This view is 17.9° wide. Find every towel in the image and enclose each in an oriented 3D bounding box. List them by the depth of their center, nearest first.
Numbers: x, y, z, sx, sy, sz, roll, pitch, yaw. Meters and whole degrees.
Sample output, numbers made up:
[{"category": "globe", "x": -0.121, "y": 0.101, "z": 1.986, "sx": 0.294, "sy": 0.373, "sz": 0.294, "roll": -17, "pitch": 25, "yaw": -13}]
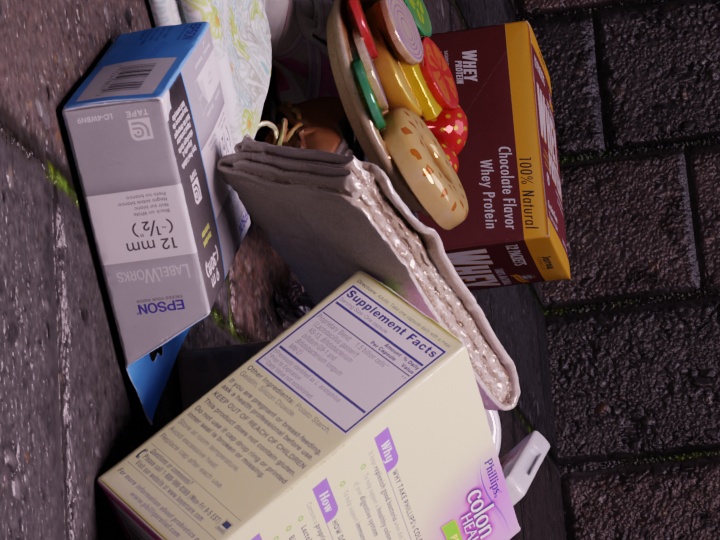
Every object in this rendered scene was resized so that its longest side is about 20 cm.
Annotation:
[{"category": "towel", "x": 0.006, "y": 0.001, "z": 1.351, "sx": 0.034, "sy": 0.132, "sz": 0.200, "roll": -49, "pitch": 127, "yaw": -22}, {"category": "towel", "x": -0.103, "y": -0.195, "z": 1.555, "sx": 0.171, "sy": 0.048, "sz": 0.200, "roll": -82, "pitch": 161, "yaw": -58}]

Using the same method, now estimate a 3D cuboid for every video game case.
[{"category": "video game case", "x": 0.062, "y": 0.212, "z": 1.803, "sx": 0.023, "sy": 0.200, "sz": 0.182, "roll": 48, "pitch": 13, "yaw": 2}]

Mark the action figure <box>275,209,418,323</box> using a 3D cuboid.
[{"category": "action figure", "x": 0.000, "y": 0.000, "z": 1.719, "sx": 0.069, "sy": 0.130, "sz": 0.200, "roll": 40, "pitch": -2, "yaw": -14}]

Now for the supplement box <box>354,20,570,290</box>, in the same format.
[{"category": "supplement box", "x": 0.066, "y": -0.089, "z": 1.970, "sx": 0.133, "sy": 0.200, "sz": 0.198, "roll": 52, "pitch": 32, "yaw": -69}]

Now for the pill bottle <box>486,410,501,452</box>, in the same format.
[{"category": "pill bottle", "x": 0.046, "y": 0.141, "z": 1.873, "sx": 0.200, "sy": 0.111, "sz": 0.112, "roll": 126, "pitch": -42, "yaw": -80}]

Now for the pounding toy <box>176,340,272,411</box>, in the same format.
[{"category": "pounding toy", "x": -0.023, "y": 0.107, "z": 1.517, "sx": 0.200, "sy": 0.142, "sz": 0.184, "roll": 0, "pitch": 83, "yaw": -79}]

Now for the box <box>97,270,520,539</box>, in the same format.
[{"category": "box", "x": -0.024, "y": 0.135, "z": 1.312, "sx": 0.097, "sy": 0.200, "sz": 0.176, "roll": 36, "pitch": -24, "yaw": 40}]

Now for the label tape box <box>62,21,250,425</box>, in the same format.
[{"category": "label tape box", "x": -0.111, "y": -0.030, "z": 1.356, "sx": 0.143, "sy": 0.066, "sz": 0.200, "roll": -73, "pitch": 152, "yaw": -66}]

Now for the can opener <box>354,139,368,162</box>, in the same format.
[{"category": "can opener", "x": -0.009, "y": -0.138, "z": 1.908, "sx": 0.066, "sy": 0.053, "sz": 0.200, "roll": 17, "pitch": 69, "yaw": -34}]

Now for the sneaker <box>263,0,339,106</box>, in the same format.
[{"category": "sneaker", "x": -0.036, "y": -0.189, "z": 1.796, "sx": 0.200, "sy": 0.088, "sz": 0.081, "roll": 58, "pitch": 26, "yaw": -65}]

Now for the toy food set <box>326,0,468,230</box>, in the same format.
[{"category": "toy food set", "x": 0.033, "y": -0.133, "z": 1.727, "sx": 0.198, "sy": 0.049, "sz": 0.200, "roll": 64, "pitch": 20, "yaw": -12}]

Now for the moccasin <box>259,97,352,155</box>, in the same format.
[{"category": "moccasin", "x": -0.044, "y": -0.081, "z": 1.702, "sx": 0.201, "sy": 0.078, "sz": 0.074, "roll": -90, "pitch": -178, "yaw": -60}]
